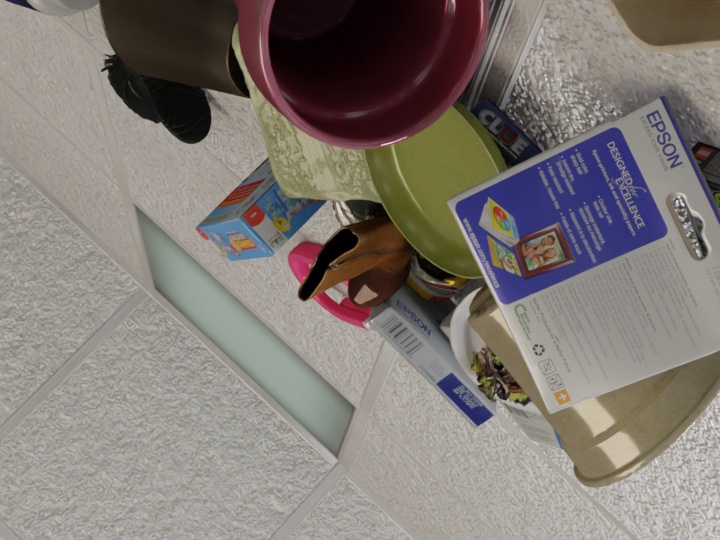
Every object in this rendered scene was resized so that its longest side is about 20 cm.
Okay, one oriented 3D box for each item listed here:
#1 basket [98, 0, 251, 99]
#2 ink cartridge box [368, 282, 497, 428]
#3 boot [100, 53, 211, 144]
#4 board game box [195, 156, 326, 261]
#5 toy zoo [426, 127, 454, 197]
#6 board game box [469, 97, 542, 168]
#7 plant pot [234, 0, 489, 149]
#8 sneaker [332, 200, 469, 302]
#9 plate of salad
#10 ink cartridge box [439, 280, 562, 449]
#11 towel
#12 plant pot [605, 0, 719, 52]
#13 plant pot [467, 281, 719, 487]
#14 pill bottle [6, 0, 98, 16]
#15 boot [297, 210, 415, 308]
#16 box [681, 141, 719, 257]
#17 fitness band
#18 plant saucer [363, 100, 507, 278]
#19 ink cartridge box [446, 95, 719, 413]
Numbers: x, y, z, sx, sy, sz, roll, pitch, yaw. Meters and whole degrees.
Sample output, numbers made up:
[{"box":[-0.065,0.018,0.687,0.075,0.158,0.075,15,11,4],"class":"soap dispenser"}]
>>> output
[{"box":[-0.165,-0.264,1.434,0.200,0.136,0.181,27,146,37],"class":"basket"},{"box":[0.098,0.068,1.652,0.200,0.041,0.200,45,-155,-18],"class":"ink cartridge box"},{"box":[-0.290,-0.247,1.889,0.199,0.073,0.162,52,162,0],"class":"boot"},{"box":[-0.080,-0.099,1.515,0.056,0.196,0.200,47,164,-13],"class":"board game box"},{"box":[0.035,-0.169,1.292,0.131,0.020,0.201,19,134,63],"class":"toy zoo"},{"box":[0.132,-0.072,1.307,0.135,0.035,0.200,45,159,5],"class":"board game box"},{"box":[-0.020,-0.224,1.098,0.200,0.200,0.179,56,176,-37],"class":"plant pot"},{"box":[0.054,-0.047,1.565,0.200,0.078,0.082,39,159,-11],"class":"sneaker"},{"box":[0.188,0.090,1.405,0.199,0.048,0.201,12,134,12],"class":"plate of salad"},{"box":[0.206,0.114,1.551,0.200,0.084,0.146,51,162,-21],"class":"ink cartridge box"},{"box":[-0.045,-0.158,1.327,0.148,0.036,0.201,1,120,32],"class":"towel"},{"box":[0.185,-0.229,0.554,0.200,0.177,0.200,51,163,-24],"class":"plant pot"},{"box":[0.202,0.057,1.188,0.183,0.201,0.200,43,165,-6],"class":"plant pot"},{"box":[-0.409,-0.393,1.741,0.200,0.111,0.111,25,155,49],"class":"pill bottle"},{"box":[0.000,0.000,1.441,0.069,0.200,0.188,48,126,7],"class":"boot"},{"box":[0.331,-0.021,0.987,0.200,0.035,0.110,28,157,45],"class":"box"},{"box":[-0.039,0.022,2.018,0.144,0.037,0.200,53,161,-27],"class":"fitness band"},{"box":[0.077,-0.088,1.230,0.200,0.031,0.201,38,146,32],"class":"plant saucer"},{"box":[0.197,-0.010,1.055,0.198,0.199,0.047,64,-154,-2],"class":"ink cartridge box"}]
